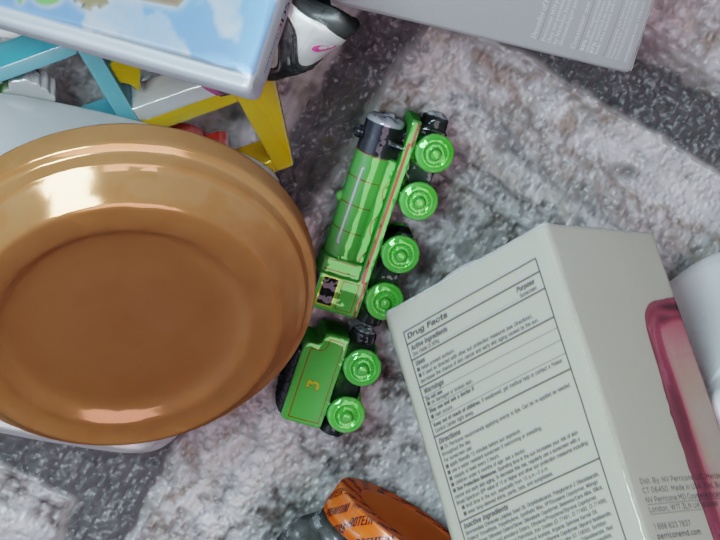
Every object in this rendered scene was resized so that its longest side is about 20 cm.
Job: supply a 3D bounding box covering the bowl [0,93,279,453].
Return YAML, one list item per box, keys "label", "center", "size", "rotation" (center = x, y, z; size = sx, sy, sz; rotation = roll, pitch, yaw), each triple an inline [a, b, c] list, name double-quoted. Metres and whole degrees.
- label: "bowl"
  center: [-0.152, 0.018, 1.051]
  size: [0.199, 0.075, 0.201]
  rotation: [14, 127, -22]

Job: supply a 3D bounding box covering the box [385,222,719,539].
- label: "box"
  center: [0.115, 0.091, 1.096]
  size: [0.109, 0.201, 0.128]
  rotation: [3, 155, -47]

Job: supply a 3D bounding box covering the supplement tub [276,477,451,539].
- label: "supplement tub"
  center: [-0.024, 0.230, 1.170]
  size: [0.122, 0.123, 0.201]
  rotation: [29, 99, -23]

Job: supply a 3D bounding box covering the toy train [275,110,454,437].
- label: "toy train"
  center: [0.000, 0.000, 1.145]
  size: [0.056, 0.042, 0.201]
  rotation: [16, 104, -10]

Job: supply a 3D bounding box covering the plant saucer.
- label: "plant saucer"
  center: [-0.118, 0.018, 0.985]
  size: [0.199, 0.038, 0.201]
  rotation: [-6, 131, -7]

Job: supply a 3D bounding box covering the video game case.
- label: "video game case"
  center: [-0.110, -0.190, 0.919]
  size: [0.199, 0.022, 0.183]
  rotation: [17, 85, 16]

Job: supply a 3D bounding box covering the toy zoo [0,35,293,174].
- label: "toy zoo"
  center: [-0.121, -0.080, 1.035]
  size: [0.199, 0.021, 0.131]
  rotation: [-18, 137, 9]

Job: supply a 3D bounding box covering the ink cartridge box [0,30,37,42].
- label: "ink cartridge box"
  center: [-0.147, -0.176, 1.025]
  size: [0.199, 0.067, 0.117]
  rotation: [7, 106, -19]

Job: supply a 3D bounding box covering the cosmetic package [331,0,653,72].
- label: "cosmetic package"
  center: [0.050, -0.171, 1.045]
  size: [0.199, 0.107, 0.091]
  rotation: [7, 107, -29]

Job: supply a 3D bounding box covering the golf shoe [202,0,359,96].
- label: "golf shoe"
  center: [-0.041, -0.185, 0.955]
  size: [0.092, 0.072, 0.201]
  rotation: [-13, 73, 26]

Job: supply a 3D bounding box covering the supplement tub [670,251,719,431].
- label: "supplement tub"
  center: [0.260, 0.097, 1.194]
  size: [0.200, 0.145, 0.146]
  rotation: [36, 96, -23]
